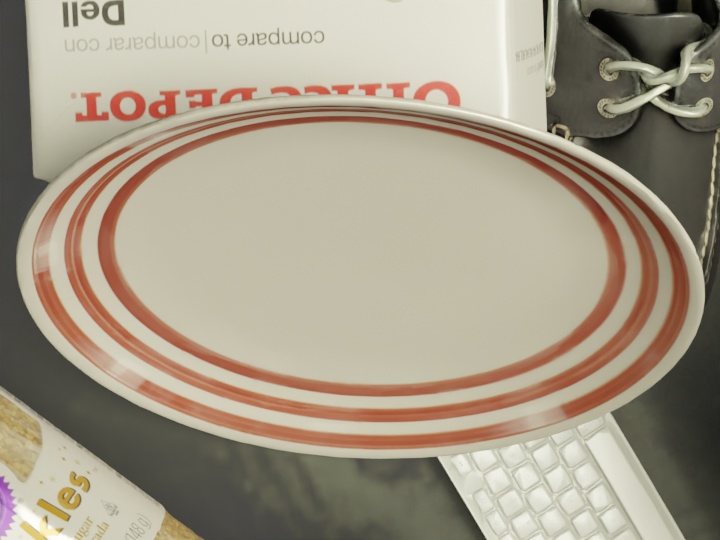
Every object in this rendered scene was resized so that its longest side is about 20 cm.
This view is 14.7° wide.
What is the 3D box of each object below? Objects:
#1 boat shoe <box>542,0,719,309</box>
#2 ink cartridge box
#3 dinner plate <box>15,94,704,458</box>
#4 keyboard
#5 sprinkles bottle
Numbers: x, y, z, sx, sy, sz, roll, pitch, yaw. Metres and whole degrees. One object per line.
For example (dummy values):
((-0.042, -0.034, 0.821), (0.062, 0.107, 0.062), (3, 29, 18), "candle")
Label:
((0.080, -0.071, 0.864), (0.072, 0.063, 0.201), (-6, 96, -6), "boat shoe")
((-0.023, -0.128, 0.820), (0.145, 0.084, 0.201), (-2, 96, 9), "ink cartridge box")
((0.000, 0.000, 0.813), (0.200, 0.200, 0.024), (7, 60, -8), "dinner plate")
((0.053, 0.053, 0.900), (0.056, 0.011, 0.200), (-31, 99, -3), "keyboard")
((-0.118, 0.069, 0.851), (0.200, 0.068, 0.068), (37, 90, -9), "sprinkles bottle")
